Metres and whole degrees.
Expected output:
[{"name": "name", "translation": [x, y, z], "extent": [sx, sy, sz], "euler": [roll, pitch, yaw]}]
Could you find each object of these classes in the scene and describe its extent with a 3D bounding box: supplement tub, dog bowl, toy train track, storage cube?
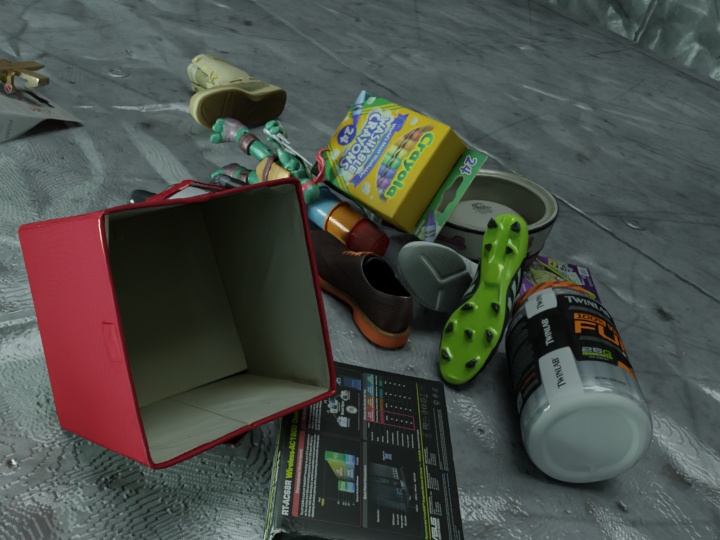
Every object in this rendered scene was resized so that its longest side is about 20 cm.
[{"name": "supplement tub", "translation": [0.215, 0.105, 0.764], "extent": [0.121, 0.124, 0.201], "euler": [13, 32, -6]}, {"name": "dog bowl", "translation": [0.169, -0.068, 1.022], "extent": [0.197, 0.075, 0.201], "euler": [2, 31, -1]}, {"name": "toy train track", "translation": [-0.531, -0.287, 1.046], "extent": [0.198, 0.033, 0.115], "euler": [22, 24, 11]}, {"name": "storage cube", "translation": [-0.149, 0.033, 0.596], "extent": [0.170, 0.203, 0.178], "euler": [-16, 11, -40]}]

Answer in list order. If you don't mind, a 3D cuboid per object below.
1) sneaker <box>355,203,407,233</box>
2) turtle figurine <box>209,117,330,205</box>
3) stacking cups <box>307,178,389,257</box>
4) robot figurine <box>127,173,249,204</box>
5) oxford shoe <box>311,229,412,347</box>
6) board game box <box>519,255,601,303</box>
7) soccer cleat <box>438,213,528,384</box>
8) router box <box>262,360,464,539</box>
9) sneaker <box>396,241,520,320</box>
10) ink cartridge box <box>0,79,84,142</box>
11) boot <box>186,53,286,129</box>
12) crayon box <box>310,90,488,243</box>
[{"name": "sneaker", "translation": [0.040, -0.095, 0.997], "extent": [0.200, 0.075, 0.115], "euler": [41, 4, 41]}, {"name": "turtle figurine", "translation": [-0.115, -0.118, 0.933], "extent": [0.100, 0.152, 0.199], "euler": [0, 23, -46]}, {"name": "stacking cups", "translation": [-0.046, -0.077, 0.989], "extent": [0.199, 0.061, 0.060], "euler": [39, 38, 23]}, {"name": "robot figurine", "translation": [-0.155, -0.016, 0.775], "extent": [0.197, 0.152, 0.125], "euler": [18, 15, 3]}, {"name": "oxford shoe", "translation": [0.000, 0.000, 0.867], "extent": [0.071, 0.073, 0.200], "euler": [-12, 42, -37]}, {"name": "board game box", "translation": [0.257, 0.045, 0.963], "extent": [0.118, 0.033, 0.201], "euler": [18, 31, -6]}, {"name": "soccer cleat", "translation": [0.145, 0.036, 0.822], "extent": [0.067, 0.202, 0.081], "euler": [16, -13, 30]}, {"name": "router box", "translation": [0.001, 0.168, 0.624], "extent": [0.148, 0.063, 0.201], "euler": [13, 33, -8]}, {"name": "sneaker", "translation": [0.105, 0.012, 0.882], "extent": [0.199, 0.071, 0.080], "euler": [23, 7, -41]}, {"name": "ink cartridge box", "translation": [-0.511, -0.226, 1.014], "extent": [0.160, 0.051, 0.199], "euler": [33, 17, 23]}, {"name": "boot", "translation": [-0.235, -0.293, 1.199], "extent": [0.155, 0.074, 0.199], "euler": [33, 34, 23]}, {"name": "crayon box", "translation": [0.041, -0.130, 0.901], "extent": [0.199, 0.127, 0.051], "euler": [34, 0, 42]}]
